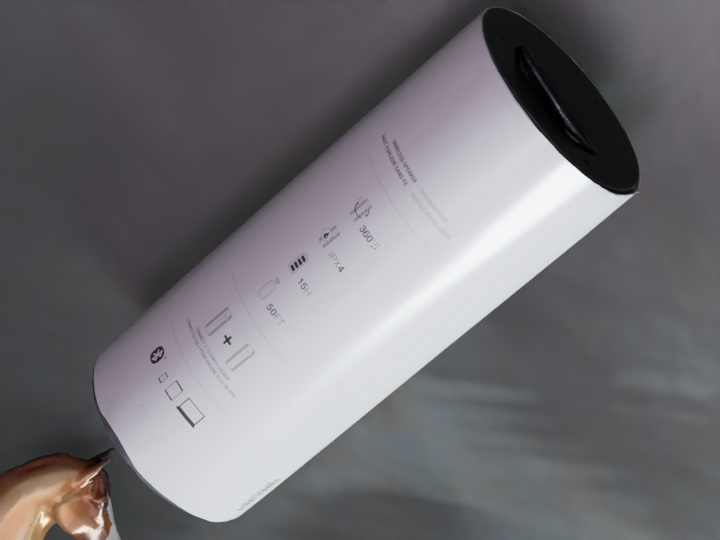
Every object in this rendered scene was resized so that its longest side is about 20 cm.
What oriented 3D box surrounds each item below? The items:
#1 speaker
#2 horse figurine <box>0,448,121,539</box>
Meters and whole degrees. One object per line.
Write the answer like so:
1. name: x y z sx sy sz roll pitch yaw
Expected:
1. speaker: 0.000 0.000 0.794 0.081 0.081 0.200 45 115 -10
2. horse figurine: -0.182 0.145 0.911 0.199 0.050 0.133 -6 100 21
